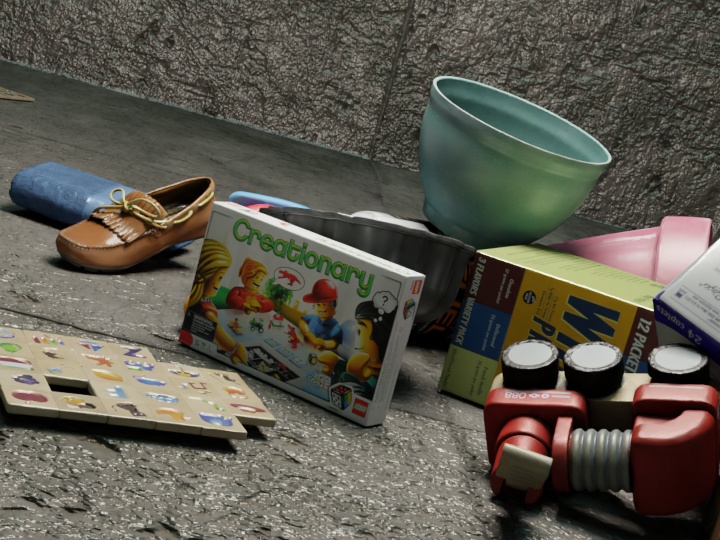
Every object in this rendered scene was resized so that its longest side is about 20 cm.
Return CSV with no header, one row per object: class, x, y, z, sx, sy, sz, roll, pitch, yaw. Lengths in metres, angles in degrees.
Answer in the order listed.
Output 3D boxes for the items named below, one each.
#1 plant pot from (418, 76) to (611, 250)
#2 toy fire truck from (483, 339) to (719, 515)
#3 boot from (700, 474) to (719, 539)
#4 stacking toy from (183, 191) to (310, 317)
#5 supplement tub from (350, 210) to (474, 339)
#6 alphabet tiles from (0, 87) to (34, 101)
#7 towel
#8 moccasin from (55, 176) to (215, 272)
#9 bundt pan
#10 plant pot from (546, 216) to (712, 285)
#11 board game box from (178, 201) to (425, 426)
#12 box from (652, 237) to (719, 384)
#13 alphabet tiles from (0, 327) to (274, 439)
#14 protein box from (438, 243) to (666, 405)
plant pot,0.142,-0.098,1.401,0.199,0.135,0.201,21,20,-8
toy fire truck,0.168,0.128,0.976,0.175,0.130,0.200,1,28,18
boot,0.330,0.198,0.975,0.154,0.074,0.200,19,19,11
stacking toy,-0.115,0.008,1.271,0.109,0.117,0.200,15,21,14
supplement tub,0.070,0.009,1.429,0.199,0.123,0.122,7,13,-35
alphabet tiles,-0.718,-0.339,2.434,0.199,0.008,0.167,20,11,23
towel,-0.287,-0.067,1.511,0.199,0.049,0.112,19,15,10
moccasin,-0.223,-0.052,1.371,0.201,0.078,0.074,-18,42,-42
bundt pan,0.000,0.000,1.205,0.200,0.076,0.202,11,-5,1
plant pot,0.287,0.039,1.457,0.178,0.202,0.200,3,6,17
board game box,-0.052,0.032,1.111,0.199,0.127,0.035,21,11,28
box,0.340,0.094,1.069,0.184,0.105,0.201,41,-16,37
alphabet tiles,-0.168,0.081,0.974,0.199,0.008,0.167,11,11,-25
protein box,0.212,0.071,1.274,0.199,0.136,0.198,19,11,22
